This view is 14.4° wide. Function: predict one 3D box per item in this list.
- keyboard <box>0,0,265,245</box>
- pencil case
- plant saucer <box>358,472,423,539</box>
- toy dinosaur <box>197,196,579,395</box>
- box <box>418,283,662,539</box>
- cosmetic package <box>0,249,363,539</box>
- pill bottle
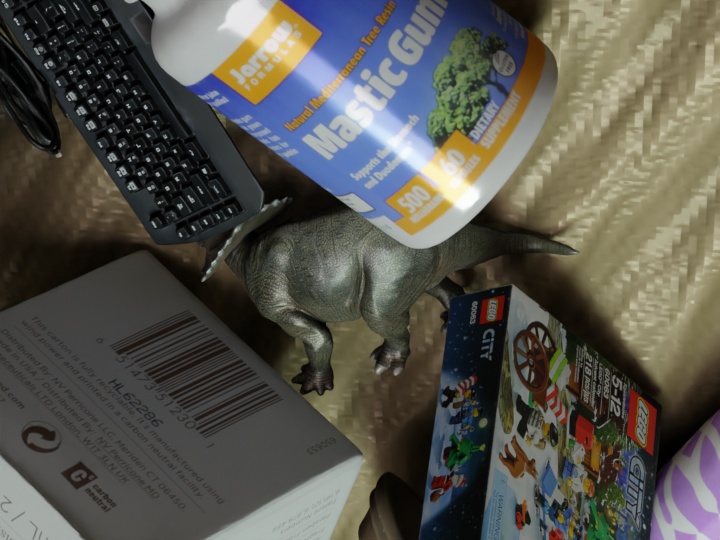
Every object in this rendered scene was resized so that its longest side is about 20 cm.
[{"bbox_3d":[-0.134,-0.090,1.298,0.104,0.040,0.200,-22,106,43],"label":"keyboard"},{"bbox_3d":[0.185,0.119,1.403,0.085,0.084,0.200,41,127,5],"label":"pencil case"},{"bbox_3d":[0.053,0.193,1.415,0.029,0.200,0.200,-30,119,6],"label":"plant saucer"},{"bbox_3d":[0.000,0.000,1.355,0.199,0.077,0.102,1,141,15],"label":"toy dinosaur"},{"bbox_3d":[0.083,0.126,1.334,0.038,0.200,0.137,-14,145,35],"label":"box"},{"bbox_3d":[-0.132,0.134,1.387,0.167,0.166,0.200,41,132,23],"label":"cosmetic package"},{"bbox_3d":[-0.021,-0.108,1.252,0.200,0.112,0.112,35,125,-17],"label":"pill bottle"}]
